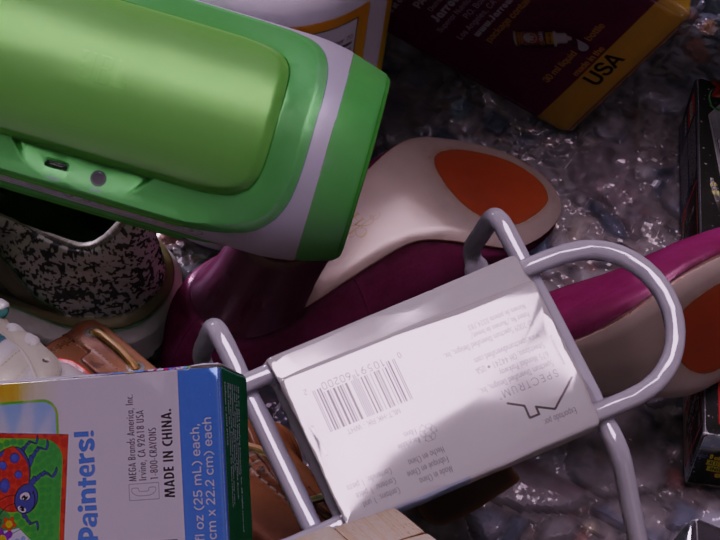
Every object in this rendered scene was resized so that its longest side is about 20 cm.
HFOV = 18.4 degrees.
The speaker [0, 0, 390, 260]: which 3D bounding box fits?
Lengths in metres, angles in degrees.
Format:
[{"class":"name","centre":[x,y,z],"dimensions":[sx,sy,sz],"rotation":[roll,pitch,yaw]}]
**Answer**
[{"class":"speaker","centre":[-0.094,-0.066,0.827],"dimensions":[0.199,0.089,0.089],"rotation":[16,51,-2]}]

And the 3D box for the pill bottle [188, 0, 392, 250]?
[{"class":"pill bottle","centre":[-0.042,-0.107,0.918],"dimensions":[0.109,0.200,0.110],"rotation":[4,51,-5]}]

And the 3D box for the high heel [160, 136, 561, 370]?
[{"class":"high heel","centre":[0.000,0.000,0.948],"dimensions":[0.199,0.096,0.068],"rotation":[-9,56,-41]}]

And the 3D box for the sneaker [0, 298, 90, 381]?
[{"class":"sneaker","centre":[-0.146,0.036,0.827],"dimensions":[0.093,0.070,0.201],"rotation":[-8,61,-7]}]

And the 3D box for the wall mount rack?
[{"class":"wall mount rack","centre":[0.031,0.078,0.779],"dimensions":[0.199,0.075,0.174],"rotation":[-21,75,-18]}]

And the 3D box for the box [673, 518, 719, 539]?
[{"class":"box","centre":[0.114,0.201,0.662],"dimensions":[0.148,0.200,0.125],"rotation":[23,38,-7]}]

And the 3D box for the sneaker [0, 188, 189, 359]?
[{"class":"sneaker","centre":[-0.165,-0.027,0.910],"dimensions":[0.199,0.089,0.077],"rotation":[11,51,2]}]

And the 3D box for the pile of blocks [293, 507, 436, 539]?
[{"class":"pile of blocks","centre":[0.058,0.145,0.739],"dimensions":[0.199,0.082,0.062],"rotation":[24,4,-29]}]

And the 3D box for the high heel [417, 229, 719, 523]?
[{"class":"high heel","centre":[0.081,0.017,0.889],"dimensions":[0.199,0.068,0.096],"rotation":[-28,42,-12]}]

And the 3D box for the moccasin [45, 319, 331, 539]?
[{"class":"moccasin","centre":[-0.044,0.085,0.852],"dimensions":[0.201,0.074,0.078],"rotation":[29,61,25]}]

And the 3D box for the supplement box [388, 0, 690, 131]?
[{"class":"supplement box","centre":[0.048,-0.176,1.006],"dimensions":[0.199,0.103,0.131],"rotation":[28,49,-16]}]

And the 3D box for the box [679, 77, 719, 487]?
[{"class":"box","centre":[0.208,0.009,0.961],"dimensions":[0.136,0.040,0.201],"rotation":[8,51,-2]}]

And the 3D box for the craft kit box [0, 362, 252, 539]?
[{"class":"craft kit box","centre":[-0.129,0.137,0.708],"dimensions":[0.196,0.049,0.201],"rotation":[-4,82,7]}]
